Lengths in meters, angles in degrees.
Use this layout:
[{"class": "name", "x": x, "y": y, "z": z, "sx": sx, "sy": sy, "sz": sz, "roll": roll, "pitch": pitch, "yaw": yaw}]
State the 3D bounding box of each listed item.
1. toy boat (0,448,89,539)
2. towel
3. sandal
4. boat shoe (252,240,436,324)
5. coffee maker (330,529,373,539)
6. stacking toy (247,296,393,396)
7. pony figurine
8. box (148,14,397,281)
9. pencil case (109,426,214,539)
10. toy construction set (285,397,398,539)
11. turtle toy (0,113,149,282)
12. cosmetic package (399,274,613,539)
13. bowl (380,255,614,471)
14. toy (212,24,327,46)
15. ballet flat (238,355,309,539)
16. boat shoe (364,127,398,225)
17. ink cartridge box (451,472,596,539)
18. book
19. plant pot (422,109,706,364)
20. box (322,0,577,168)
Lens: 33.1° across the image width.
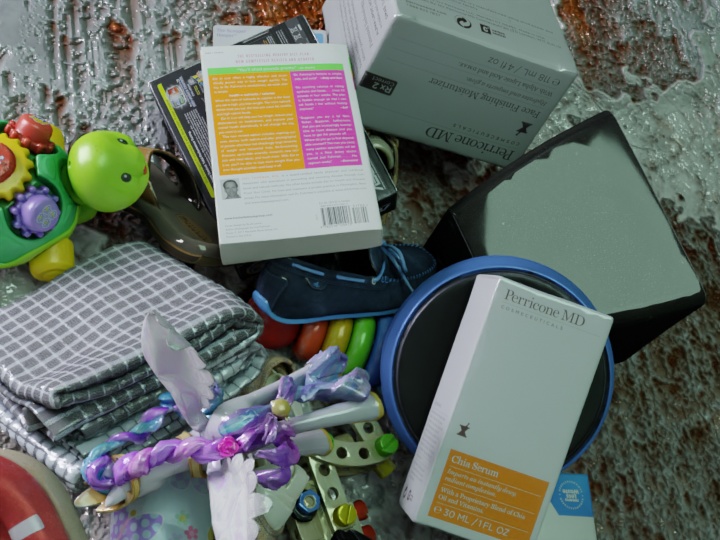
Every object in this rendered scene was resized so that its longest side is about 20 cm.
[{"class": "toy boat", "x": -0.263, "y": 0.225, "z": 0.839, "sx": 0.131, "sy": 0.130, "sz": 0.200, "roll": -9, "pitch": 67, "yaw": -54}, {"class": "towel", "x": -0.197, "y": 0.061, "z": 0.949, "sx": 0.200, "sy": 0.086, "sz": 0.165, "roll": -29, "pitch": 41, "yaw": -34}, {"class": "sandal", "x": -0.176, "y": -0.072, "z": 1.049, "sx": 0.082, "sy": 0.055, "sz": 0.200, "roll": -6, "pitch": 37, "yaw": -46}, {"class": "boat shoe", "x": 0.000, "y": 0.000, "z": 1.062, "sx": 0.084, "sy": 0.069, "sz": 0.200, "roll": 34, "pitch": 32, "yaw": 31}, {"class": "coffee maker", "x": -0.009, "y": 0.304, "z": 0.858, "sx": 0.135, "sy": 0.192, "sz": 0.200, "roll": 33, "pitch": 87, "yaw": -27}, {"class": "stacking toy", "x": -0.008, "y": 0.063, "z": 1.089, "sx": 0.200, "sy": 0.085, "sz": 0.086, "roll": 20, "pitch": 59, "yaw": -10}, {"class": "pony figurine", "x": -0.089, "y": 0.114, "z": 0.843, "sx": 0.200, "sy": 0.193, "sz": 0.167, "roll": -15, "pitch": 75, "yaw": -30}, {"class": "box", "x": -0.080, "y": -0.114, "z": 1.102, "sx": 0.160, "sy": 0.044, "sz": 0.200, "roll": -26, "pitch": 75, "yaw": -7}, {"class": "pencil case", "x": -0.158, "y": 0.216, "z": 0.935, "sx": 0.091, "sy": 0.083, "sz": 0.200, "roll": 7, "pitch": 63, "yaw": -17}, {"class": "toy construction set", "x": 0.002, "y": 0.206, "z": 1.017, "sx": 0.131, "sy": 0.092, "sz": 0.200, "roll": -14, "pitch": 61, "yaw": -30}, {"class": "turtle toy", "x": -0.274, "y": -0.070, "z": 0.992, "sx": 0.200, "sy": 0.101, "sz": 0.146, "roll": -6, "pitch": 68, "yaw": -12}, {"class": "cosmetic package", "x": 0.113, "y": 0.113, "z": 0.956, "sx": 0.101, "sy": 0.071, "sz": 0.200, "roll": 19, "pitch": 88, "yaw": -8}, {"class": "bowl", "x": 0.116, "y": 0.088, "z": 1.020, "sx": 0.200, "sy": 0.039, "sz": 0.201, "roll": 0, "pitch": 92, "yaw": 0}, {"class": "toy", "x": -0.085, "y": -0.160, "z": 1.163, "sx": 0.115, "sy": 0.047, "sz": 0.200, "roll": 2, "pitch": 68, "yaw": -8}, {"class": "ballet flat", "x": -0.077, "y": 0.151, "z": 0.978, "sx": 0.068, "sy": 0.067, "sz": 0.200, "roll": 54, "pitch": 26, "yaw": -50}, {"class": "boat shoe", "x": 0.009, "y": -0.106, "z": 1.182, "sx": 0.074, "sy": 0.066, "sz": 0.200, "roll": 14, "pitch": 61, "yaw": -19}, {"class": "ink cartridge box", "x": 0.148, "y": 0.280, "z": 1.057, "sx": 0.116, "sy": 0.067, "sz": 0.200, "roll": 6, "pitch": 64, "yaw": -22}, {"class": "book", "x": -0.061, "y": -0.105, "z": 1.028, "sx": 0.133, "sy": 0.048, "sz": 0.200, "roll": -6, "pitch": 59, "yaw": -6}, {"class": "plant pot", "x": 0.169, "y": 0.001, "z": 1.142, "sx": 0.177, "sy": 0.200, "sz": 0.200, "roll": -20, "pitch": 75, "yaw": -18}, {"class": "box", "x": 0.082, "y": -0.230, "z": 1.207, "sx": 0.199, "sy": 0.131, "sz": 0.200, "roll": 13, "pitch": 41, "yaw": -21}]
